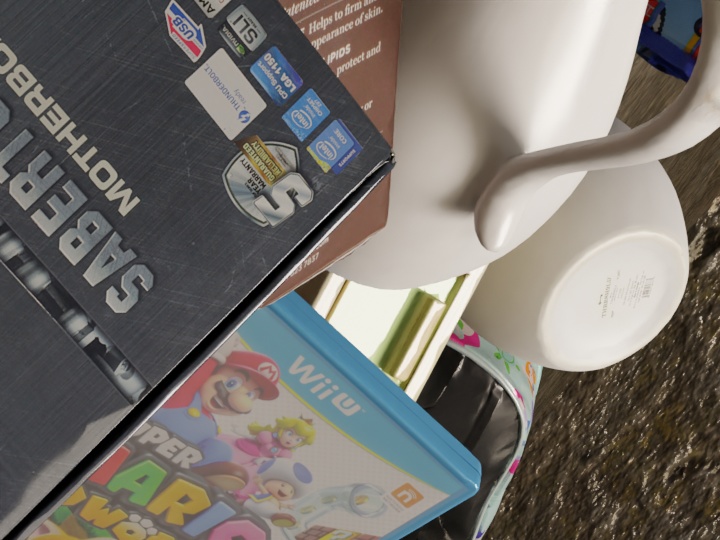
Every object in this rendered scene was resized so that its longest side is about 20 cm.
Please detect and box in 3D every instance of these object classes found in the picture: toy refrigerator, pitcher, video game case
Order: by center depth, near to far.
[{"bbox_3d":[0.046,-0.068,0.585,0.121,0.172,0.200,9,136,-28],"label":"pitcher"},{"bbox_3d":[-0.074,0.083,0.694,0.200,0.143,0.018,-35,-157,27],"label":"video game case"},{"bbox_3d":[0.000,0.000,0.742,0.076,0.070,0.200,25,94,-40],"label":"toy refrigerator"},{"bbox_3d":[0.075,-0.062,0.886,0.121,0.200,0.172,-17,133,-19],"label":"pitcher"}]

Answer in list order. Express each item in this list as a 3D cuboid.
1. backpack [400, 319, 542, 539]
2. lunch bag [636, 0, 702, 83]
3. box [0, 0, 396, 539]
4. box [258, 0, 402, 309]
[{"bbox_3d":[0.011,0.073,1.024,0.151,0.177,0.200,-67,180,-47],"label":"backpack"},{"bbox_3d":[0.179,-0.168,0.872,0.151,0.094,0.200,-52,172,10],"label":"lunch bag"},{"bbox_3d":[-0.108,-0.047,0.419,0.158,0.200,0.051,-44,-158,-14],"label":"box"},{"bbox_3d":[-0.044,-0.099,0.521,0.075,0.100,0.200,-33,137,-45],"label":"box"}]
